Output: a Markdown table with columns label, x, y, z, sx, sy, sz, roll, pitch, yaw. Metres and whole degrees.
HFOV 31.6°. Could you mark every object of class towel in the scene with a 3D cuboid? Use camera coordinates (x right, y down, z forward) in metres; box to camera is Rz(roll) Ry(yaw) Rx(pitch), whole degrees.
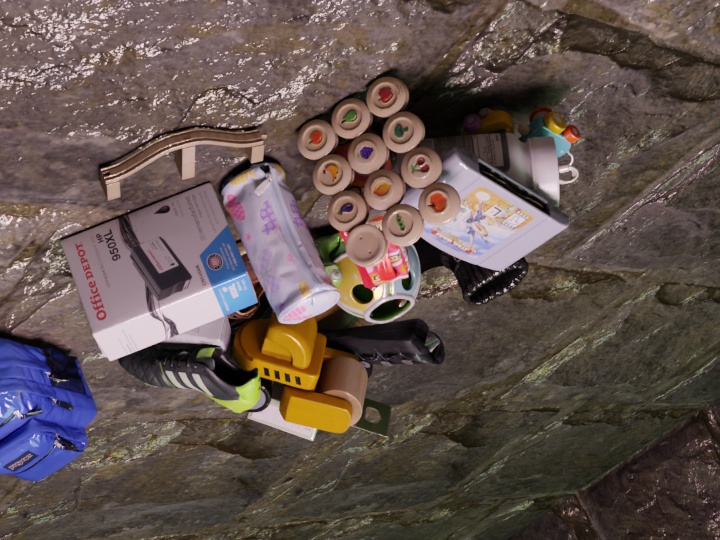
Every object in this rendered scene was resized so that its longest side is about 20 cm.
| label | x | y | z | sx | sy | sz | roll | pitch | yaw |
| --- | --- | --- | --- | --- | --- | --- | --- | --- | --- |
| towel | -0.082 | 0.079 | 1.909 | 0.147 | 0.022 | 0.200 | -47 | 142 | 3 |

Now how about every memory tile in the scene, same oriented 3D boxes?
| label | x | y | z | sx | sy | sz | roll | pitch | yaw |
| --- | --- | --- | --- | --- | --- | --- | --- | --- | --- |
| memory tile | 0.018 | -0.117 | 1.500 | 0.153 | 0.200 | 0.017 | -29 | 163 | 14 |

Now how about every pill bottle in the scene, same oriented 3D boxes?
| label | x | y | z | sx | sy | sz | roll | pitch | yaw |
| --- | --- | --- | --- | --- | --- | --- | --- | --- | --- |
| pill bottle | 0.150 | -0.117 | 1.623 | 0.200 | 0.114 | 0.114 | -3 | 154 | 3 |

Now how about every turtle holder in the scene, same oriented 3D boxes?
| label | x | y | z | sx | sy | sz | roll | pitch | yaw |
| --- | --- | --- | --- | --- | --- | --- | --- | --- | --- |
| turtle holder | 0.011 | -0.004 | 1.786 | 0.141 | 0.132 | 0.186 | -27 | 155 | 6 |

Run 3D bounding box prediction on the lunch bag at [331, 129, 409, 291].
| label | x | y | z | sx | sy | sz | roll | pitch | yaw |
| --- | --- | --- | --- | --- | --- | --- | --- | --- | --- |
| lunch bag | 0.015 | -0.065 | 1.615 | 0.082 | 0.176 | 0.200 | -14 | 154 | 5 |

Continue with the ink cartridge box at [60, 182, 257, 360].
| label | x | y | z | sx | sy | sz | roll | pitch | yaw |
| --- | --- | --- | --- | --- | --- | --- | --- | --- | --- |
| ink cartridge box | -0.246 | 0.002 | 1.557 | 0.200 | 0.145 | 0.084 | -22 | 153 | -6 |

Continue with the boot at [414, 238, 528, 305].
| label | x | y | z | sx | sy | sz | roll | pitch | yaw |
| --- | --- | --- | --- | --- | --- | --- | --- | --- | --- |
| boot | 0.132 | -0.006 | 1.856 | 0.211 | 0.158 | 0.079 | -40 | 150 | 29 |

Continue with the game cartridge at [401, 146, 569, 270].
| label | x | y | z | sx | sy | sz | roll | pitch | yaw |
| --- | --- | --- | --- | --- | --- | --- | --- | --- | --- |
| game cartridge | 0.143 | -0.069 | 1.563 | 0.200 | 0.042 | 0.133 | 27 | 130 | -32 |

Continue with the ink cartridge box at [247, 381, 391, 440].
| label | x | y | z | sx | sy | sz | roll | pitch | yaw |
| --- | --- | --- | --- | --- | --- | --- | --- | --- | --- |
| ink cartridge box | -0.057 | 0.208 | 1.877 | 0.146 | 0.200 | 0.048 | -74 | -175 | -77 |

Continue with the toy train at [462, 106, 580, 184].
| label | x | y | z | sx | sy | sz | roll | pitch | yaw |
| --- | --- | --- | --- | --- | --- | --- | --- | --- | --- |
| toy train | 0.192 | -0.165 | 1.700 | 0.200 | 0.056 | 0.150 | -3 | 143 | 1 |

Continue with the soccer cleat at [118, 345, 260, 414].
| label | x | y | z | sx | sy | sz | roll | pitch | yaw |
| --- | --- | --- | --- | --- | --- | --- | --- | --- | --- |
| soccer cleat | -0.227 | 0.128 | 1.706 | 0.200 | 0.068 | 0.081 | 18 | 130 | 3 |

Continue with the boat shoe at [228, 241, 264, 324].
| label | x | y | z | sx | sy | sz | roll | pitch | yaw |
| --- | --- | --- | --- | --- | --- | --- | --- | --- | --- |
| boat shoe | -0.179 | 0.038 | 1.774 | 0.072 | 0.068 | 0.200 | -5 | 148 | -35 |

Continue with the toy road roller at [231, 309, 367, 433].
| label | x | y | z | sx | sy | sz | roll | pitch | yaw |
| --- | --- | --- | --- | --- | --- | --- | --- | --- | --- |
| toy road roller | -0.080 | 0.124 | 1.772 | 0.200 | 0.123 | 0.146 | 16 | 125 | -4 |

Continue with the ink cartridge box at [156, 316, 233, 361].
| label | x | y | z | sx | sy | sz | roll | pitch | yaw |
| --- | --- | --- | --- | --- | --- | --- | --- | --- | --- |
| ink cartridge box | -0.268 | 0.089 | 1.764 | 0.173 | 0.044 | 0.200 | 9 | 164 | 0 |

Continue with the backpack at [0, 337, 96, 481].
| label | x | y | z | sx | sy | sz | roll | pitch | yaw |
| --- | --- | --- | --- | --- | --- | --- | --- | --- | --- |
| backpack | -0.464 | 0.182 | 1.692 | 0.162 | 0.168 | 0.200 | -37 | 149 | 10 |

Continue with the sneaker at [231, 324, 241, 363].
| label | x | y | z | sx | sy | sz | roll | pitch | yaw |
| --- | --- | --- | --- | --- | --- | --- | --- | --- | --- |
| sneaker | -0.126 | 0.113 | 1.956 | 0.200 | 0.071 | 0.099 | -15 | 158 | -10 |

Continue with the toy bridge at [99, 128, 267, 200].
| label | x | y | z | sx | sy | sz | roll | pitch | yaw |
| --- | --- | --- | --- | --- | --- | --- | --- | --- | --- |
| toy bridge | -0.202 | -0.134 | 1.473 | 0.200 | 0.027 | 0.067 | -17 | 152 | -17 |

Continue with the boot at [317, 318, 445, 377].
| label | x | y | z | sx | sy | sz | roll | pitch | yaw |
| --- | --- | --- | --- | --- | --- | --- | --- | --- | --- |
| boot | 0.038 | 0.123 | 1.889 | 0.200 | 0.066 | 0.165 | -10 | 157 | 32 |

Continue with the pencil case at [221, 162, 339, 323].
| label | x | y | z | sx | sy | sz | roll | pitch | yaw |
| --- | --- | --- | --- | --- | --- | --- | --- | --- | --- |
| pencil case | -0.097 | -0.034 | 1.563 | 0.083 | 0.200 | 0.091 | -9 | 158 | -42 |
